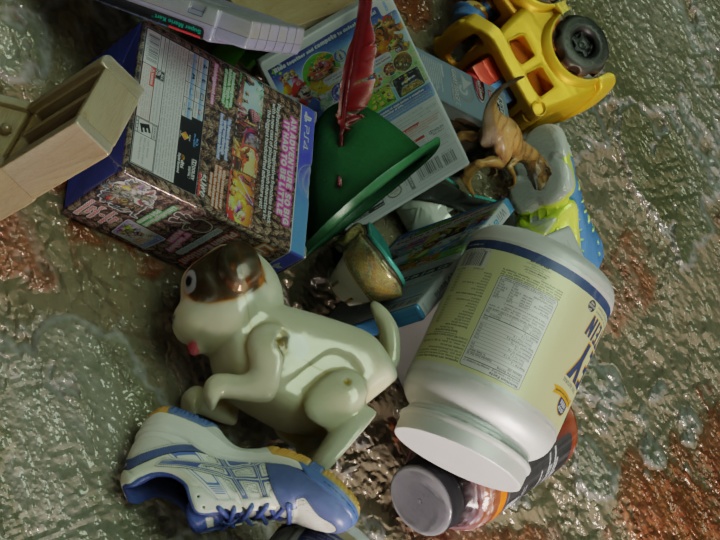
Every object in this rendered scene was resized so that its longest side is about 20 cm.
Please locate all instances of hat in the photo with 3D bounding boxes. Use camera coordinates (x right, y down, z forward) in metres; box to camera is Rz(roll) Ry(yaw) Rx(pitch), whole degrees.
[{"bbox_3d":[-0.035,-0.139,1.678,0.200,0.166,0.176,-38,88,-27],"label":"hat"}]

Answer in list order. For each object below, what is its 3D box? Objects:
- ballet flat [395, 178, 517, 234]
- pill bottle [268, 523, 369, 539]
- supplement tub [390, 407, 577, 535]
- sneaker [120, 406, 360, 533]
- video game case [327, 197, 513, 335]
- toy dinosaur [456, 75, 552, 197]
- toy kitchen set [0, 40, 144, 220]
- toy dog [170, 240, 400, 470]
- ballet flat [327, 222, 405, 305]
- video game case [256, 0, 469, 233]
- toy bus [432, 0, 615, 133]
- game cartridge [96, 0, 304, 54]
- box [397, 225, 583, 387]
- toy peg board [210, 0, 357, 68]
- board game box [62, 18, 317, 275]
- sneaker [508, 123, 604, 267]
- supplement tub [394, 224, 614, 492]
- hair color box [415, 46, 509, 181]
[{"bbox_3d":[0.088,-0.058,1.842,0.199,0.068,0.069,20,69,-37],"label":"ballet flat"},{"bbox_3d":[-0.066,0.299,1.468,0.111,0.111,0.200,52,43,-10],"label":"pill bottle"},{"bbox_3d":[0.114,0.177,1.712,0.199,0.107,0.108,-27,89,-47],"label":"supplement tub"},{"bbox_3d":[-0.101,0.187,1.476,0.199,0.076,0.088,17,53,14],"label":"sneaker"},{"bbox_3d":[0.048,0.004,1.710,0.018,0.142,0.200,58,42,-15],"label":"video game case"},{"bbox_3d":[0.133,-0.136,1.800,0.061,0.106,0.200,59,6,30],"label":"toy dinosaur"},{"bbox_3d":[-0.295,-0.179,1.437,0.200,0.180,0.164,44,44,-25],"label":"toy kitchen set"},{"bbox_3d":[-0.073,0.064,1.550,0.200,0.140,0.194,43,76,-4],"label":"toy dog"},{"bbox_3d":[0.000,0.000,1.659,0.071,0.070,0.200,53,3,-10],"label":"ballet flat"},{"bbox_3d":[0.005,-0.151,1.732,0.143,0.018,0.201,-30,117,-6],"label":"video game case"},{"bbox_3d":[0.147,-0.236,1.959,0.191,0.136,0.201,-29,88,-32],"label":"toy bus"},{"bbox_3d":[-0.161,-0.233,1.590,0.199,0.039,0.130,22,15,17],"label":"game cartridge"},{"bbox_3d":[0.129,0.041,1.784,0.199,0.124,0.098,-20,85,-47],"label":"box"},{"bbox_3d":[-0.116,-0.291,1.757,0.200,0.098,0.200,50,41,10],"label":"toy peg board"},{"bbox_3d":[-0.148,-0.097,1.603,0.199,0.097,0.161,26,53,-33],"label":"board game box"},{"bbox_3d":[0.215,-0.054,1.955,0.105,0.075,0.202,9,82,-54],"label":"sneaker"},{"bbox_3d":[0.125,0.078,1.594,0.145,0.145,0.201,34,72,-27],"label":"supplement tub"},{"bbox_3d":[0.048,-0.166,1.826,0.199,0.099,0.061,22,46,-36],"label":"hair color box"}]
